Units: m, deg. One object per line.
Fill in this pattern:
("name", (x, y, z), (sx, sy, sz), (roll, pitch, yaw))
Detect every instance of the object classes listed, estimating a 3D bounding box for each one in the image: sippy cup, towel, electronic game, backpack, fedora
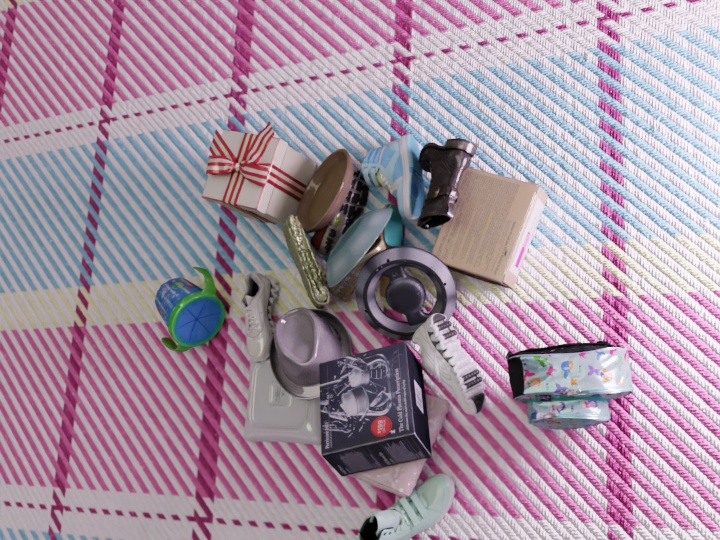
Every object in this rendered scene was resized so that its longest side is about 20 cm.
("sippy cup", (-0.397, 0.085, 1.945), (0.178, 0.140, 0.130), (-40, 48, -14))
("towel", (0.053, 0.315, 1.647), (0.191, 0.032, 0.200), (13, 63, 32))
("electronic game", (0.088, 0.046, 1.674), (0.199, 0.042, 0.201), (3, 113, 7))
("backpack", (0.364, 0.194, 1.465), (0.199, 0.178, 0.151), (-14, 74, 15))
("towel", (-0.116, -0.016, 1.784), (0.036, 0.148, 0.200), (-23, 87, -9))
("fedora", (-0.114, 0.155, 1.760), (0.176, 0.090, 0.200), (-18, 58, 7))

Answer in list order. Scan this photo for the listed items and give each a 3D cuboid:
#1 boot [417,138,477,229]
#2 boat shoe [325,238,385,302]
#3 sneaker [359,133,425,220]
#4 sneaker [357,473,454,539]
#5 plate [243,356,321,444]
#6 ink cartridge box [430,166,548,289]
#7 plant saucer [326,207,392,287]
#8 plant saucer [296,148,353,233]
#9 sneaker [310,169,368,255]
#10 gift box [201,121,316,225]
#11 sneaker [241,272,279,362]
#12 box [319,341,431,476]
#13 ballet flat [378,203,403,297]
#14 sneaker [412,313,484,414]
("boot", (0.146, -0.164, 1.682), (0.200, 0.069, 0.175), (-9, 59, 69))
("boat shoe", (0.000, 0.000, 1.743), (0.063, 0.073, 0.200), (45, 141, -5))
("sneaker", (0.061, -0.179, 1.780), (0.130, 0.080, 0.200), (-14, 56, 23))
("sneaker", (0.084, 0.451, 1.583), (0.200, 0.118, 0.074), (-45, 59, 10))
("plate", (-0.165, 0.264, 1.820), (0.199, 0.032, 0.200), (-3, 75, 28))
("ink cartridge box", (0.248, -0.083, 1.658), (0.164, 0.075, 0.200), (20, 86, 30))
("plant saucer", (-0.014, -0.056, 1.690), (0.039, 0.201, 0.201), (39, 99, -9))
("plant saucer", (-0.073, -0.165, 1.822), (0.200, 0.029, 0.200), (-45, 30, 35))
("sneaker", (-0.053, -0.131, 1.841), (0.085, 0.077, 0.200), (21, 83, 45))
("gift box", (-0.229, -0.218, 1.892), (0.184, 0.187, 0.201), (8, 82, 30))
("sneaker", (-0.228, 0.099, 1.861), (0.075, 0.081, 0.201), (-11, 67, 24))
("box", (0.025, 0.261, 1.610), (0.182, 0.104, 0.200), (-17, 49, 15))
("ballet flat", (0.053, -0.039, 1.762), (0.063, 0.069, 0.201), (-20, 66, 38))
("sneaker", (0.168, 0.185, 1.627), (0.081, 0.075, 0.200), (-37, 70, 33))
